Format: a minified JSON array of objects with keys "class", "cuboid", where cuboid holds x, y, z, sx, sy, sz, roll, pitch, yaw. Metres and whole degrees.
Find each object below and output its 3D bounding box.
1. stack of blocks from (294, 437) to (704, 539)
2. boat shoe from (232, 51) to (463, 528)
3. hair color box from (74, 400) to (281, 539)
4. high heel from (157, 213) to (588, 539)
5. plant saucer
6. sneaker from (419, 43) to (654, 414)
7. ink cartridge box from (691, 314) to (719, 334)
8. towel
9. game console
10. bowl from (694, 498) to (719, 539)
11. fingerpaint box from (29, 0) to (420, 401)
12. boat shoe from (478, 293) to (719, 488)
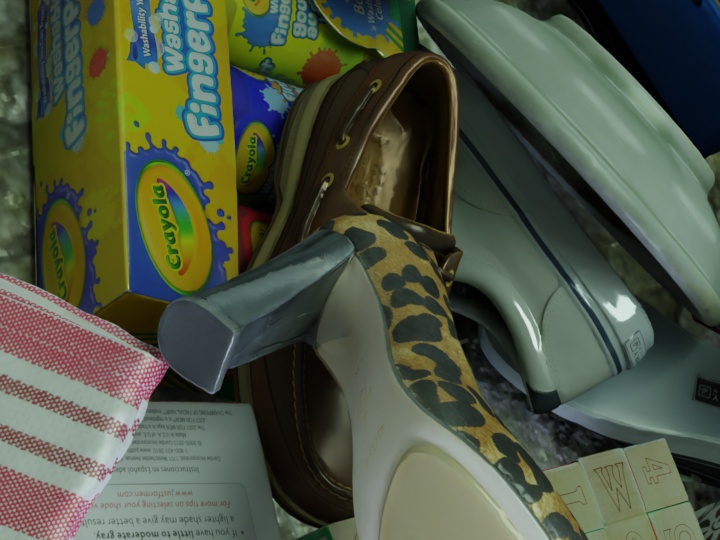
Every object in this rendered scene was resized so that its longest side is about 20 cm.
[{"class":"stack of blocks","cuboid":[0.031,0.127,0.914,0.199,0.115,0.059,-9,73,-44]},{"class":"boat shoe","cuboid":[0.000,0.000,0.888,0.072,0.067,0.201,27,55,-30]},{"class":"hair color box","cuboid":[-0.075,0.149,0.795,0.110,0.064,0.201,5,63,-42]},{"class":"high heel","cuboid":[0.042,0.055,0.778,0.200,0.072,0.142,41,31,16]},{"class":"plant saucer","cuboid":[0.108,-0.062,1.049,0.200,0.050,0.200,46,2,-2]},{"class":"sneaker","cuboid":[0.047,-0.024,1.035,0.071,0.073,0.200,-34,65,-9]},{"class":"ink cartridge box","cuboid":[0.241,-0.020,1.064,0.083,0.200,0.147,25,90,-7]},{"class":"towel","cuboid":[-0.167,0.084,0.742,0.146,0.030,0.201,21,67,14]},{"class":"game console","cuboid":[0.163,-0.167,1.192,0.171,0.118,0.201,-35,92,-46]},{"class":"bowl","cuboid":[0.183,0.161,1.021,0.200,0.094,0.202,-18,119,-35]},{"class":"fingerpaint box","cuboid":[-0.051,-0.051,0.969,0.166,0.073,0.201,16,57,-35]},{"class":"boat shoe","cuboid":[0.144,0.063,1.082,0.198,0.068,0.074,16,59,-5]}]
